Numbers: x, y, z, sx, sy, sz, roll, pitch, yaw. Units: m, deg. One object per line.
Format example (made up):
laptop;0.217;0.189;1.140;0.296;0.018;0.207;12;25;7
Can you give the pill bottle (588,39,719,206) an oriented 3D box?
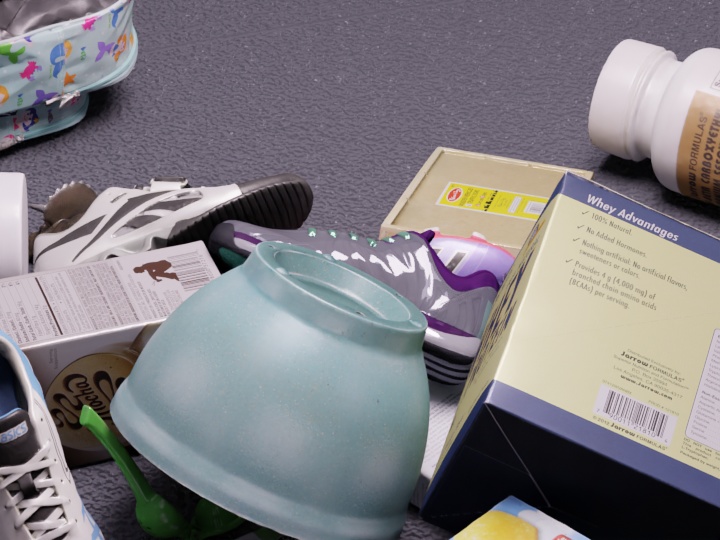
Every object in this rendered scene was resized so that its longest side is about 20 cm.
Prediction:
pill bottle;0.281;-0.106;2.046;0.200;0.115;0.114;20;39;23

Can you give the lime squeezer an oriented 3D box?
lime squeezer;-0.104;0.140;1.723;0.200;0.071;0.038;15;-15;-35

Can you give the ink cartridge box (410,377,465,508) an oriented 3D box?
ink cartridge box;0.115;0.106;1.795;0.200;0.043;0.196;30;47;33

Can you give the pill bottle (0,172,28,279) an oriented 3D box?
pill bottle;-0.334;-0.020;1.884;0.199;0.116;0.116;-1;35;-6

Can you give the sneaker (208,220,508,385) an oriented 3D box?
sneaker;0.000;0.000;1.802;0.200;0.074;0.088;26;67;2

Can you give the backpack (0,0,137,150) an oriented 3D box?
backpack;-0.272;-0.191;2.098;0.200;0.151;0.178;-26;46;-24

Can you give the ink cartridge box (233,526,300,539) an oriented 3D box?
ink cartridge box;-0.083;0.230;1.587;0.200;0.067;0.117;-20;41;-30

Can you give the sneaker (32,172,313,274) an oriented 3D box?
sneaker;-0.133;-0.035;1.843;0.200;0.074;0.089;-22;52;-8

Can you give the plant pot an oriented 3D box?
plant pot;-0.038;0.065;1.675;0.200;0.134;0.200;24;12;-6

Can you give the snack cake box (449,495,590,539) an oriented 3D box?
snack cake box;0.047;0.232;1.554;0.067;0.115;0.200;28;42;32

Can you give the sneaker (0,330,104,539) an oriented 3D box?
sneaker;-0.210;0.126;1.649;0.072;0.200;0.072;-25;-4;-9

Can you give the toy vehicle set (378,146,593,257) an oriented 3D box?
toy vehicle set;0.095;-0.041;1.975;0.124;0.027;0.200;10;21;11

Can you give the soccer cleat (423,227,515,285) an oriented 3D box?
soccer cleat;0.009;0.019;1.854;0.199;0.067;0.077;-2;53;8

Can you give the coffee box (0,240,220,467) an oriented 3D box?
coffee box;-0.187;0.063;1.777;0.199;0.113;0.080;-12;40;-18

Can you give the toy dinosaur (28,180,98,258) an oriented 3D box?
toy dinosaur;-0.158;-0.016;1.924;0.199;0.077;0.102;6;49;12

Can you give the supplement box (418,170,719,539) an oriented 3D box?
supplement box;0.170;0.083;1.677;0.200;0.134;0.200;24;50;-2
